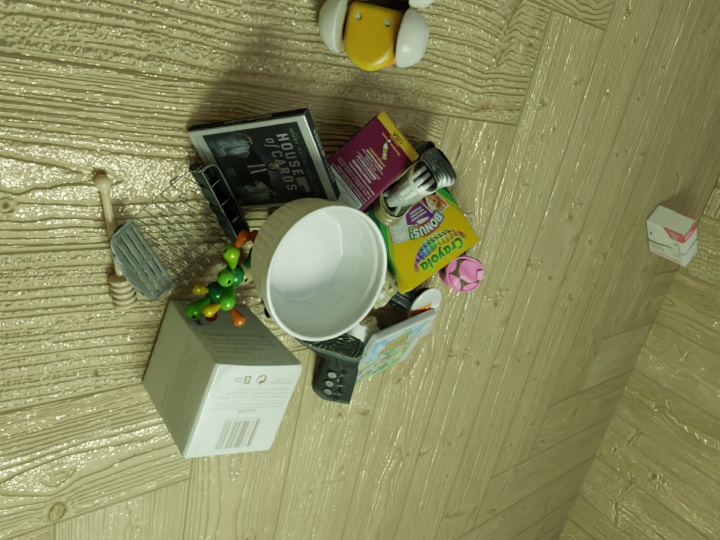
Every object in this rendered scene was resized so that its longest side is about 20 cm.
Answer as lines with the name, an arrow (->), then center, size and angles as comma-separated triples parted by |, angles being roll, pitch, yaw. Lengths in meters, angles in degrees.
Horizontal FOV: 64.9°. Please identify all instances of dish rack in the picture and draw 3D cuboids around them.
dish rack -> -0.273, -0.053, 0.860 | 0.200, 0.054, 0.155 | -48, 140, -26

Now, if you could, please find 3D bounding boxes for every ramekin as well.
ramekin -> -0.068, -0.010, 0.835 | 0.196, 0.105, 0.205 | -13, 116, -29

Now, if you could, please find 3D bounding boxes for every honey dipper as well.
honey dipper -> -0.359, -0.039, 0.822 | 0.037, 0.038, 0.204 | -19, 124, -33

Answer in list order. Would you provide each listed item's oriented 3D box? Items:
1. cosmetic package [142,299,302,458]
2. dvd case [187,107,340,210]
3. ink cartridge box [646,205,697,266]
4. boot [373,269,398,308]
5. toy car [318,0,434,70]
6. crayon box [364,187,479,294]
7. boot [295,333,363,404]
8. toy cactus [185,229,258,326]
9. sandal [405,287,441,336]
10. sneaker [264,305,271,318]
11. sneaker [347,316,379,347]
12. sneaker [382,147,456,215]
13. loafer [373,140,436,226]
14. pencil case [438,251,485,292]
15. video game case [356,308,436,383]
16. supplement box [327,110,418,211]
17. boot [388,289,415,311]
cosmetic package -> -0.234, 0.174, 0.942 | 0.165, 0.199, 0.169 | 10, 109, -45
dvd case -> -0.142, -0.160, 0.848 | 0.152, 0.195, 0.025 | 68, 30, -41
ink cartridge box -> 1.136, -0.124, 2.064 | 0.083, 0.146, 0.200 | -47, 136, -7
boot -> 0.000, 0.000, 1.024 | 0.072, 0.157, 0.200 | -32, -176, 16
toy car -> 0.038, -0.420, 0.891 | 0.150, 0.171, 0.204 | -44, 150, -67
crayon box -> 0.118, -0.080, 1.144 | 0.198, 0.058, 0.174 | -33, 88, -24
boot -> -0.078, 0.191, 1.182 | 0.066, 0.162, 0.202 | -56, 167, -35
toy cactus -> -0.191, 0.008, 0.917 | 0.102, 0.165, 0.201 | 38, 92, -4
sandal -> 0.137, 0.093, 1.348 | 0.077, 0.060, 0.209 | -17, 147, -15
sneaker -> -0.144, 0.003, 1.016 | 0.078, 0.075, 0.204 | -22, 127, -28
sneaker -> -0.017, 0.113, 1.207 | 0.114, 0.073, 0.203 | -32, 142, -26
sneaker -> 0.095, -0.155, 1.018 | 0.115, 0.076, 0.199 | -33, 180, 30
loafer -> 0.087, -0.178, 1.091 | 0.075, 0.067, 0.203 | 29, 69, -6
pencil case -> 0.228, 0.000, 1.275 | 0.200, 0.091, 0.093 | -55, 159, -82
video game case -> 0.068, 0.177, 1.293 | 0.197, 0.022, 0.184 | -18, 148, -41
supplement box -> -0.015, -0.158, 0.976 | 0.200, 0.131, 0.104 | -44, 99, -12
boot -> 0.060, -0.032, 1.187 | 0.198, 0.076, 0.171 | 31, 74, -26
